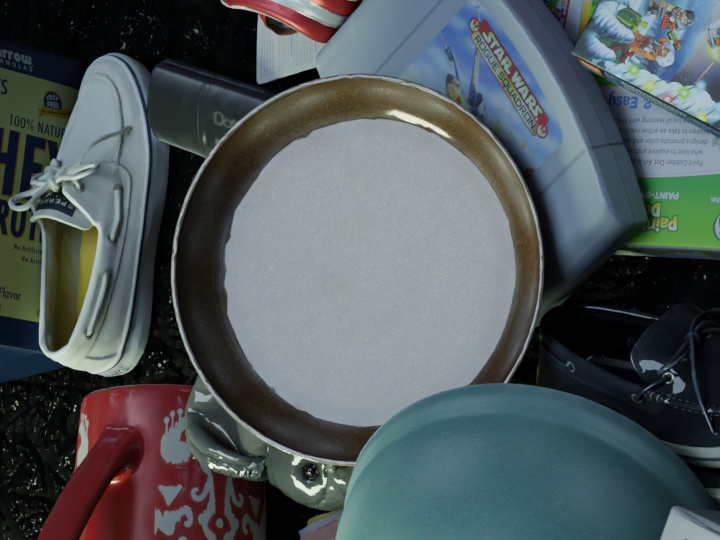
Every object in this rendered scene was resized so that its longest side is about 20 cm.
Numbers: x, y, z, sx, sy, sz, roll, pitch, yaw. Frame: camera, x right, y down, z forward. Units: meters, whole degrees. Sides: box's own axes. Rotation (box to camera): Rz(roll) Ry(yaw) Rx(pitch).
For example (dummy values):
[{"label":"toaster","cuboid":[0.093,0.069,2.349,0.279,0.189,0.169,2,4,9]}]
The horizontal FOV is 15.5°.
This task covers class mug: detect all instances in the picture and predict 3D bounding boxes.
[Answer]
[{"label":"mug","cuboid":[-0.111,0.168,1.494,0.132,0.178,0.201,2,75,3]}]

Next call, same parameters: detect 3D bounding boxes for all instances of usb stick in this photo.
[{"label":"usb stick","cuboid":[-0.056,-0.081,1.571,0.199,0.032,0.056,21,118,42]}]

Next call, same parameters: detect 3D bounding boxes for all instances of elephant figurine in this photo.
[{"label":"elephant figurine","cuboid":[-0.029,0.068,1.457,0.140,0.155,0.202,3,88,1]}]

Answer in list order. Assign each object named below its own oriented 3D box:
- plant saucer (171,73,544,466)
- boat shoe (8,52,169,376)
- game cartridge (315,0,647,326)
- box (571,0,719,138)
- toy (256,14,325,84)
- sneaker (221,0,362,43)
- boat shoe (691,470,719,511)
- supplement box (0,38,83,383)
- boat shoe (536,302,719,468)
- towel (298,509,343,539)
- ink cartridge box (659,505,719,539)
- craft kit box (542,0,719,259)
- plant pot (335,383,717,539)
[{"label":"plant saucer","cuboid":[0.000,0.000,1.373,0.199,0.032,0.202,-1,87,14]},{"label":"boat shoe","cuboid":[-0.175,-0.040,1.638,0.074,0.086,0.203,-1,81,41]},{"label":"game cartridge","cuboid":[0.064,-0.077,1.395,0.133,0.041,0.201,-48,64,40]},{"label":"box","cuboid":[0.210,-0.160,1.299,0.136,0.040,0.201,28,91,16]},{"label":"toy","cuboid":[0.012,-0.177,1.517,0.200,0.047,0.116,-12,74,56]},{"label":"sneaker","cuboid":[-0.047,-0.209,1.503,0.113,0.071,0.200,-59,42,24]},{"label":"boat shoe","cuboid":[0.126,0.120,1.353,0.198,0.075,0.066,-16,41,30]},{"label":"supplement box","cuboid":[-0.289,-0.031,1.705,0.199,0.134,0.201,-14,73,39]},{"label":"boat shoe","cuboid":[0.163,0.053,1.323,0.199,0.074,0.063,8,120,46]},{"label":"towel","cuboid":[0.035,0.208,1.446,0.143,0.023,0.201,-29,64,33]},{"label":"ink cartridge box","cuboid":[0.179,0.220,1.230,0.085,0.147,0.201,21,96,38]},{"label":"craft kit box","cuboid":[0.152,-0.107,1.392,0.199,0.048,0.199,4,82,42]},{"label":"plant pot","cuboid":[0.070,0.175,1.277,0.200,0.200,0.134,-29,21,34]}]
